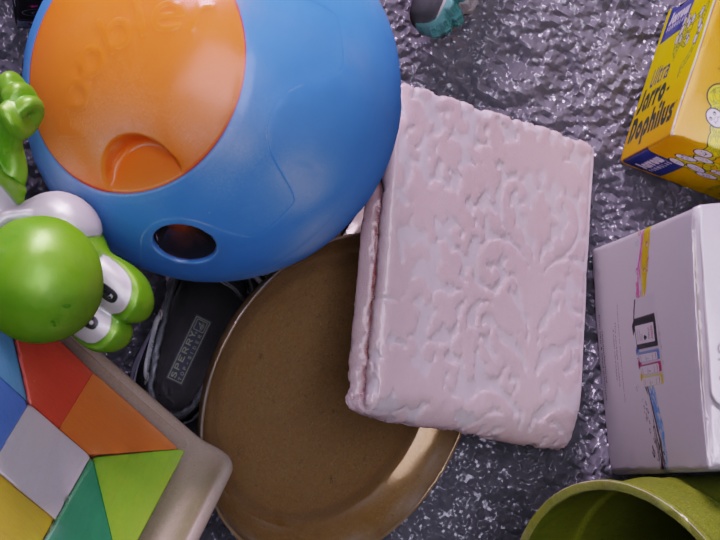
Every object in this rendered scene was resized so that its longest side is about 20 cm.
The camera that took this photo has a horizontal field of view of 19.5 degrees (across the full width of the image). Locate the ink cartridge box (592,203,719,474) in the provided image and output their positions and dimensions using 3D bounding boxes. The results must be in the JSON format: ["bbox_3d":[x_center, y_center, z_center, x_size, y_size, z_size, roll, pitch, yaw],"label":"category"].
[{"bbox_3d":[0.234,0.041,1.214,0.147,0.200,0.145,-3,85,-10],"label":"ink cartridge box"}]

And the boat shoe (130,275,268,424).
[{"bbox_3d":[-0.082,-0.004,1.234,0.074,0.068,0.200,28,80,-6],"label":"boat shoe"}]

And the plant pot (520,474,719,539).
[{"bbox_3d":[0.221,0.198,1.199,0.193,0.200,0.201,-11,86,-37],"label":"plant pot"}]

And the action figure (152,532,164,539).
[{"bbox_3d":[-0.181,0.152,1.176,0.193,0.105,0.200,-17,82,16],"label":"action figure"}]

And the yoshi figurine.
[{"bbox_3d":[-0.190,-0.031,1.023,0.200,0.112,0.112,36,47,3],"label":"yoshi figurine"}]

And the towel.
[{"bbox_3d":[0.066,0.001,1.220,0.200,0.032,0.191,14,77,-49],"label":"towel"}]

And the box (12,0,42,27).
[{"bbox_3d":[-0.111,-0.224,1.229,0.200,0.115,0.132,-8,85,-10],"label":"box"}]

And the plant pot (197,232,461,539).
[{"bbox_3d":[-0.017,0.072,1.213,0.200,0.027,0.200,-14,113,-36],"label":"plant pot"}]

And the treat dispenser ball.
[{"bbox_3d":[-0.078,-0.094,1.109,0.201,0.201,0.201,1,84,-9],"label":"treat dispenser ball"}]

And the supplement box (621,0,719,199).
[{"bbox_3d":[0.279,-0.088,1.282,0.200,0.109,0.110,20,81,-6],"label":"supplement box"}]

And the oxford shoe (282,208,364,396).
[{"bbox_3d":[0.000,0.000,1.248,0.075,0.070,0.200,27,82,-11],"label":"oxford shoe"}]

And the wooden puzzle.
[{"bbox_3d":[-0.168,0.099,1.046,0.200,0.037,0.185,40,46,-15],"label":"wooden puzzle"}]

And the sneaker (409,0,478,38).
[{"bbox_3d":[0.048,-0.241,1.288,0.091,0.078,0.200,12,79,8],"label":"sneaker"}]
